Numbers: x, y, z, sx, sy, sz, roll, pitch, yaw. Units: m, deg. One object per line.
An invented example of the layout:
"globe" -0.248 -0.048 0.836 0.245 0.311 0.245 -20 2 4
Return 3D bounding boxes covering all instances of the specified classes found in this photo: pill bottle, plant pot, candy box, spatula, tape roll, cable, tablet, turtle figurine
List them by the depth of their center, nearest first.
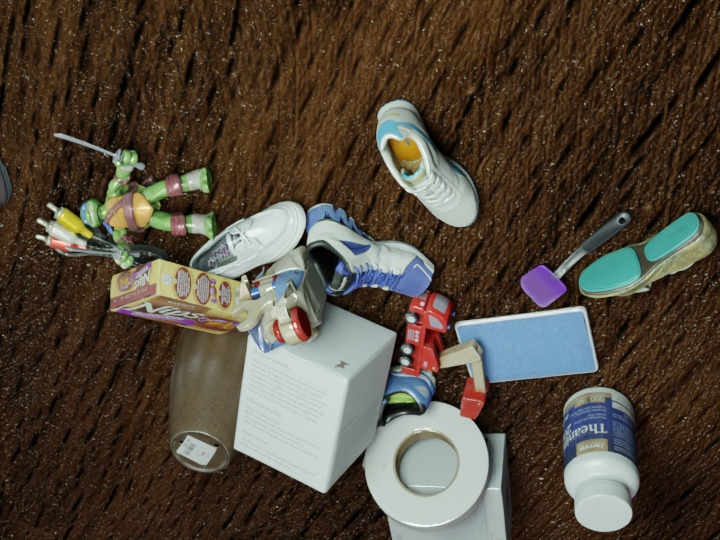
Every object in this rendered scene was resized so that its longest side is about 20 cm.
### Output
"turtle figurine" -0.300 -0.084 1.370 0.191 0.146 0.201 -5 156 0
"spatula" 0.298 -0.019 1.392 0.056 0.021 0.200 42 123 -3
"candy box" -0.246 0.041 1.457 0.116 0.057 0.199 -15 158 41
"cable" -0.390 -0.029 1.506 0.198 0.051 0.097 28 130 -10
"pill bottle" 0.360 0.283 1.508 0.109 0.201 0.112 5 130 6
"tablet" 0.251 0.114 1.517 0.197 0.014 0.131 -8 127 18
"plant pot" -0.225 0.206 1.567 0.184 0.201 0.189 6 130 7
"tape roll" 0.104 0.307 1.584 0.199 0.206 0.037 -2 154 13

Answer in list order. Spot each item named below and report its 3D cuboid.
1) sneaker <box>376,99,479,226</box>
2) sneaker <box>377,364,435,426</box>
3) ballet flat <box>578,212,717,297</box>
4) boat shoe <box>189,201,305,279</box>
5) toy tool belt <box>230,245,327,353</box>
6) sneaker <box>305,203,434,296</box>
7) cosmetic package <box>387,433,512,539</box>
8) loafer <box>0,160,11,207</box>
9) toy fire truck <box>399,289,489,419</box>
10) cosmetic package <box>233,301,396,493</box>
"sneaker" 0.084 -0.123 1.314 0.076 0.081 0.200 -28 120 28
"sneaker" 0.016 0.192 1.578 0.197 0.090 0.079 0 128 11
"ballet flat" 0.391 -0.008 1.359 0.199 0.071 0.071 -33 116 32
"boat shoe" -0.165 -0.041 1.429 0.198 0.068 0.073 -21 79 34
"toy tool belt" -0.117 0.057 1.371 0.121 0.201 0.126 -22 111 15
"sneaker" -0.001 0.000 1.408 0.197 0.116 0.081 27 130 -11
"cosmetic package" 0.148 0.382 1.686 0.197 0.124 0.201 -1 129 14
"loafer" -0.549 -0.165 1.420 0.071 0.063 0.202 -1 128 12
"toy fire truck" 0.132 0.125 1.513 0.139 0.049 0.202 15 132 11
"cosmetic package" -0.067 0.176 1.480 0.166 0.166 0.203 23 119 20
